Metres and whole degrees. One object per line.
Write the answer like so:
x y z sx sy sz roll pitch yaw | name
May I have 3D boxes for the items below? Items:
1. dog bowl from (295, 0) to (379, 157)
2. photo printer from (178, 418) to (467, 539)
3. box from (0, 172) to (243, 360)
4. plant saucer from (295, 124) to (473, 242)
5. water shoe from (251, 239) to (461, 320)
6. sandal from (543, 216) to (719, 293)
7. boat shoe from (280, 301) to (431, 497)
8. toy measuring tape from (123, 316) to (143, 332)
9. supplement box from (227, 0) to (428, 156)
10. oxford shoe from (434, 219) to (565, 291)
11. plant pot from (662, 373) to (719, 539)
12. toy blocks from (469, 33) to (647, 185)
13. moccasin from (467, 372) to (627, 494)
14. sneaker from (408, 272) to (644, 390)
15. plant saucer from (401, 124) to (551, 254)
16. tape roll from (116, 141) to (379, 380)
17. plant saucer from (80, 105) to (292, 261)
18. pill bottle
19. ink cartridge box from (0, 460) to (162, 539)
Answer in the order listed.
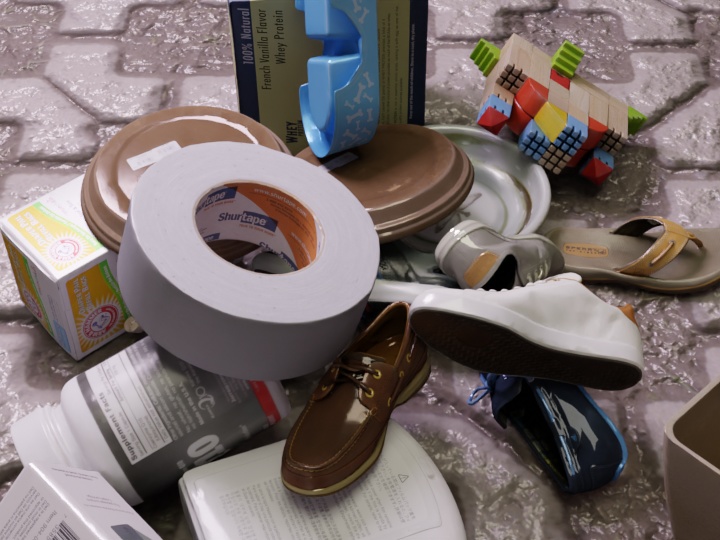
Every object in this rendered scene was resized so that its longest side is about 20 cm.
-0.021 -0.208 1.089 0.049 0.202 0.111 -7 12 -18 | dog bowl
-0.024 0.200 0.899 0.198 0.070 0.167 -16 46 -16 | photo printer
-0.219 -0.028 1.092 0.199 0.113 0.101 -33 55 -29 | box
0.007 -0.087 1.105 0.198 0.030 0.201 -10 33 6 | plant saucer
0.000 0.000 1.084 0.198 0.072 0.079 12 64 10 | water shoe
0.273 -0.024 1.133 0.198 0.054 0.081 3 45 3 | sandal
-0.005 0.095 0.914 0.071 0.068 0.200 12 36 24 | boat shoe
-0.115 0.064 1.046 0.198 0.074 0.074 -7 44 13 | toy measuring tape
-0.037 -0.241 1.241 0.198 0.201 0.135 -6 43 -5 | supplement box
0.134 0.003 1.044 0.058 0.075 0.199 47 18 28 | oxford shoe
0.341 0.174 0.850 0.199 0.178 0.200 -33 53 -29 | plant pot
0.201 -0.159 1.211 0.199 0.100 0.137 30 37 -9 | toy blocks
0.140 0.103 0.989 0.068 0.081 0.200 -24 49 -25 | moccasin
0.134 0.038 0.957 0.198 0.073 0.085 15 54 -11 | sneaker
0.090 -0.068 1.178 0.198 0.050 0.201 1 45 -1 | plant saucer
-0.086 -0.012 0.912 0.199 0.066 0.201 12 43 -12 | tape roll
-0.153 -0.083 1.050 0.198 0.030 0.201 0 48 0 | plant saucer
-0.167 0.115 0.936 0.199 0.114 0.114 -30 51 -10 | pill bottle
-0.184 0.250 0.795 0.200 0.084 0.146 37 92 29 | ink cartridge box
